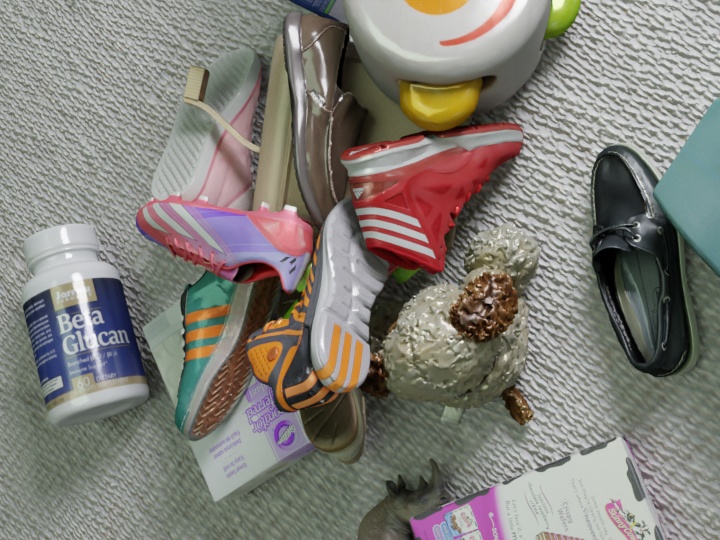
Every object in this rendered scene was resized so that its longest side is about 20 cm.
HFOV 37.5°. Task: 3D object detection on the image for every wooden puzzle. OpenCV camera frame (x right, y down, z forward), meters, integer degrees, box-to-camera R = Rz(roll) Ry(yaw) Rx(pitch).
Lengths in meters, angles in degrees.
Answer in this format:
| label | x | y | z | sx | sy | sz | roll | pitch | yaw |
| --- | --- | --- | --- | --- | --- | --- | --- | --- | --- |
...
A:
| label | x | y | z | sx | sy | sz | roll | pitch | yaw |
| --- | --- | --- | --- | --- | --- | --- | --- | --- | --- |
| wooden puzzle | 0.003 | -0.118 | 1.009 | 0.196 | 0.037 | 0.189 | 8 | 92 | 5 |

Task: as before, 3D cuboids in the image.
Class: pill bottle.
| label | x | y | z | sx | sy | sz | roll | pitch | yaw |
| --- | --- | --- | --- | --- | --- | --- | --- | --- | --- |
| pill bottle | -0.307 | 0.058 | 1.160 | 0.110 | 0.111 | 0.203 | -23 | 77 | 26 |

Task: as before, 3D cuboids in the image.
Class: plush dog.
| label | x | y | z | sx | sy | sz | roll | pitch | yaw |
| --- | --- | --- | --- | --- | --- | --- | --- | --- | --- |
| plush dog | 0.077 | 0.067 | 0.909 | 0.199 | 0.171 | 0.162 | -34 | 73 | 23 |

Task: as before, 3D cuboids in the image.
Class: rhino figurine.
| label | x | y | z | sx | sy | sz | roll | pitch | yaw |
| --- | --- | --- | --- | --- | --- | --- | --- | --- | --- |
| rhino figurine | 0.032 | 0.270 | 0.992 | 0.086 | 0.060 | 0.203 | 23 | 98 | 25 |

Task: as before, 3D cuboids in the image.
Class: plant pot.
| label | x | y | z | sx | sy | sz | roll | pitch | yaw |
| --- | --- | --- | --- | --- | --- | --- | --- | --- | --- |
| plant pot | 0.331 | -0.033 | 0.795 | 0.200 | 0.140 | 0.143 | 42 | 107 | 33 |

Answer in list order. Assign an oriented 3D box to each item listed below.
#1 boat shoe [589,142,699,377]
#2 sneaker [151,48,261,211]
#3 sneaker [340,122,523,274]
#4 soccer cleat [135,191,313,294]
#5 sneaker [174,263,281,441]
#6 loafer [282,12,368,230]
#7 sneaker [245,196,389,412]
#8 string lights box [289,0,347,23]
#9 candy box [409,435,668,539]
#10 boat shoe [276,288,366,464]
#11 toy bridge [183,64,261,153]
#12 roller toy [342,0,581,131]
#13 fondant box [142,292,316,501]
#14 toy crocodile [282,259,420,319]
| label | x | y | z | sx | sy | sz | roll | pitch | yaw |
| --- | --- | --- | --- | --- | --- | --- | --- | --- | --- |
| boat shoe | 0.224 | -0.009 | 0.883 | 0.074 | 0.065 | 0.203 | -15 | 83 | 48 |
| sneaker | -0.142 | -0.126 | 1.105 | 0.074 | 0.105 | 0.203 | 4 | 61 | 31 |
| sneaker | 0.069 | -0.062 | 0.925 | 0.078 | 0.197 | 0.118 | 5 | 106 | 54 |
| soccer cleat | -0.133 | -0.024 | 0.975 | 0.197 | 0.067 | 0.078 | 5 | 75 | 27 |
| sneaker | -0.142 | 0.061 | 1.030 | 0.079 | 0.071 | 0.203 | 22 | 89 | 27 |
| loafer | -0.027 | -0.134 | 0.955 | 0.070 | 0.073 | 0.204 | -6 | 93 | 3 |
| sneaker | -0.043 | 0.029 | 0.894 | 0.111 | 0.077 | 0.202 | -28 | 33 | 37 |
| string lights box | -0.054 | -0.303 | 0.981 | 0.059 | 0.199 | 0.104 | 34 | 103 | 25 |
| candy box | 0.158 | 0.240 | 0.901 | 0.197 | 0.061 | 0.139 | -24 | 77 | 15 |
| boat shoe | -0.033 | 0.088 | 1.028 | 0.071 | 0.065 | 0.203 | -19 | 59 | 8 |
| toy bridge | -0.077 | -0.144 | 1.036 | 0.196 | 0.027 | 0.069 | 14 | 92 | 0 |
| roller toy | 0.073 | -0.235 | 0.914 | 0.182 | 0.140 | 0.200 | 44 | 89 | 12 |
| fondant box | -0.123 | 0.110 | 1.086 | 0.143 | 0.058 | 0.202 | -34 | 73 | 23 |
| toy crocodile | 0.000 | 0.000 | 0.967 | 0.199 | 0.062 | 0.068 | -38 | 95 | 7 |
